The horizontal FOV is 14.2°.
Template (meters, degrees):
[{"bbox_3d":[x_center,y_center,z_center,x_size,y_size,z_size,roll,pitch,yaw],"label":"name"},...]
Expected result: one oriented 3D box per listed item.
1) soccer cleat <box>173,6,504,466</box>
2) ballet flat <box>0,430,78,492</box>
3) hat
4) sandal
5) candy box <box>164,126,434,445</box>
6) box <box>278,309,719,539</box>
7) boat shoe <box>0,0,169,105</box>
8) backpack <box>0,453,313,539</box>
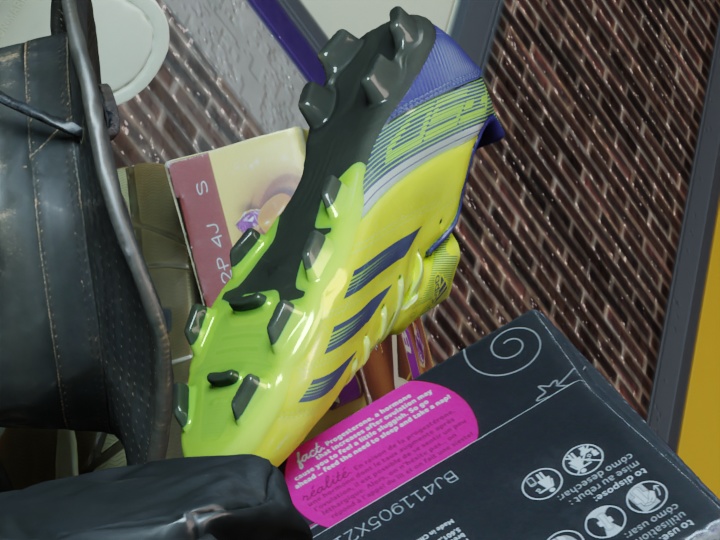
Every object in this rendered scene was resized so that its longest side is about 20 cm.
[{"bbox_3d":[0.001,0.000,0.980,0.084,0.064,0.201,45,50,-28],"label":"soccer cleat"},{"bbox_3d":[-0.136,0.036,0.958,0.068,0.068,0.201,-19,97,-19],"label":"ballet flat"},{"bbox_3d":[-0.107,-0.007,0.864,0.201,0.080,0.202,171,-90,-82],"label":"hat"},{"bbox_3d":[-0.086,0.049,1.046,0.054,0.080,0.201,70,17,-48],"label":"sandal"},{"bbox_3d":[-0.016,0.012,1.116,0.200,0.056,0.117,2,73,-80],"label":"candy box"},{"bbox_3d":[0.019,0.132,0.937,0.132,0.199,0.115,49,-15,48],"label":"box"},{"bbox_3d":[-0.158,-0.123,1.022,0.201,0.072,0.060,29,19,-35],"label":"boat shoe"},{"bbox_3d":[-0.058,0.153,0.728,0.126,0.166,0.201,-27,104,-58],"label":"backpack"}]
